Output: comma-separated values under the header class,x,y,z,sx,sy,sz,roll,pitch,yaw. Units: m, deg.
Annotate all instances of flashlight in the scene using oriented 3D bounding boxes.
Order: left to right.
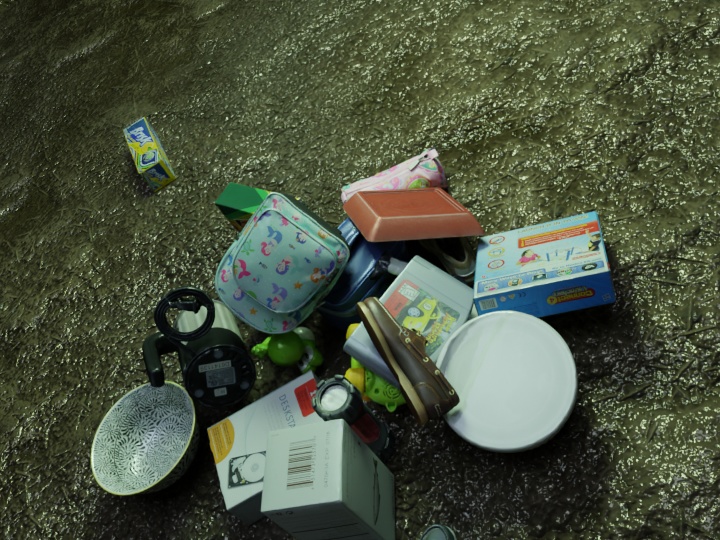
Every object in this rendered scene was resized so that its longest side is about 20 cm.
class,x,y,z,sx,sy,sz,roll,pitch,yaw
flashlight,-0.002,0.223,1.114,0.068,0.200,0.068,-47,49,-13

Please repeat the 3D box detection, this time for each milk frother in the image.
class,x,y,z,sx,sy,sz,roll,pitch,yaw
milk frother,-0.270,0.097,1.300,0.188,0.180,0.201,-131,53,-61

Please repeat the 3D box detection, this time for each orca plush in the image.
class,x,y,z,sx,sy,sz,roll,pitch,yaw
orca plush,0.108,0.050,1.261,0.199,0.071,0.105,20,45,-4

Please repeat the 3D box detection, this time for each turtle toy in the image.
class,x,y,z,sx,sy,sz,roll,pitch,yaw
turtle toy,0.049,0.132,1.220,0.145,0.101,0.201,2,58,1

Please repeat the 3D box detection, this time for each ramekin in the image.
class,x,y,z,sx,sy,sz,roll,pitch,yaw
ramekin,0.212,0.166,1.103,0.202,0.094,0.203,-9,65,19

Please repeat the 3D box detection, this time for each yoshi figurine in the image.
class,x,y,z,sx,sy,sz,roll,pitch,yaw
yoshi figurine,-0.144,0.098,1.323,0.112,0.113,0.200,-23,51,-29

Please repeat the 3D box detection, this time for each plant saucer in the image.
class,x,y,z,sx,sy,sz,roll,pitch,yaw
plant saucer,0.086,-0.102,1.309,0.199,0.037,0.200,-4,21,-13

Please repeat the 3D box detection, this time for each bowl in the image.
class,x,y,z,sx,sy,sz,roll,pitch,yaw
bowl,-0.343,0.297,1.302,0.200,0.094,0.201,-13,51,17

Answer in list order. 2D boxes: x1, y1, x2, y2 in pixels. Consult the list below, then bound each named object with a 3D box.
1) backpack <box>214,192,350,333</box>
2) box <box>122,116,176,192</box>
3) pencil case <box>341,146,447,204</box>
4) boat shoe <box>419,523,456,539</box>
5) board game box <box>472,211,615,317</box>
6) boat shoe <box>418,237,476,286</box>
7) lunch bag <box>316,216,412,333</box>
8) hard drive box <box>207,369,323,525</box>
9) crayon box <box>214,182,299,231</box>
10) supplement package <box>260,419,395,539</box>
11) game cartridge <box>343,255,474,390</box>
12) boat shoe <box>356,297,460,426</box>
class,x,y,z,sx,sy,sz,roll,pitch,yaw
backpack,-0.128,-0.002,1.217,0.200,0.177,0.151,-52,3,10
box,-0.505,-0.280,1.838,0.064,0.070,0.200,-32,48,-2
pencil case,0.064,-0.159,1.452,0.199,0.087,0.088,-24,48,10
boat shoe,0.076,0.427,1.014,0.075,0.062,0.200,8,59,33
board game box,0.280,-0.005,1.193,0.199,0.056,0.196,-13,26,18
boat shoe,0.145,-0.061,1.340,0.072,0.076,0.200,-36,47,-2
lunch bag,0.000,0.000,1.330,0.136,0.132,0.200,26,70,38
hard drive box,-0.126,0.278,1.220,0.200,0.077,0.156,-30,48,3
crayon box,-0.145,-0.064,1.405,0.172,0.200,0.058,18,66,36
supplement package,-0.038,0.308,1.068,0.117,0.200,0.117,-14,51,17
game cartridge,0.085,0.081,1.171,0.133,0.041,0.200,33,65,13
boat shoe,0.066,0.119,1.089,0.070,0.070,0.200,-28,72,-8
